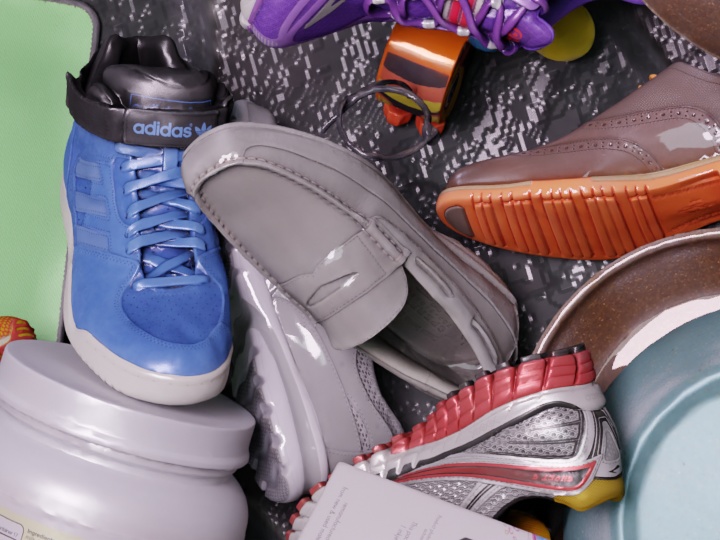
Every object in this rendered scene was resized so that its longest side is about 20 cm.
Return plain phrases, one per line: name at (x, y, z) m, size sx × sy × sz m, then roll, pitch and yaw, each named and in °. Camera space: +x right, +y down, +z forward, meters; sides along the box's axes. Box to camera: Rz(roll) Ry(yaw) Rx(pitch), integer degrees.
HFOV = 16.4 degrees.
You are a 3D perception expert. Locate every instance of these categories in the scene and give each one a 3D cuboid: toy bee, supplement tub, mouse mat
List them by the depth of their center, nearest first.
supplement tub at (-0.136, 0.146, 1.162) m, size 0.144 × 0.145 × 0.201 m, roll 20°, pitch 97°, yaw 15°
toy bee at (0.032, -0.120, 1.193) m, size 0.131 × 0.109 × 0.200 m, roll 42°, pitch 68°, yaw 16°
mouse mat at (-0.218, -0.050, 1.245) m, size 0.160 × 0.008 × 0.201 m, roll 8°, pitch 77°, yaw -10°

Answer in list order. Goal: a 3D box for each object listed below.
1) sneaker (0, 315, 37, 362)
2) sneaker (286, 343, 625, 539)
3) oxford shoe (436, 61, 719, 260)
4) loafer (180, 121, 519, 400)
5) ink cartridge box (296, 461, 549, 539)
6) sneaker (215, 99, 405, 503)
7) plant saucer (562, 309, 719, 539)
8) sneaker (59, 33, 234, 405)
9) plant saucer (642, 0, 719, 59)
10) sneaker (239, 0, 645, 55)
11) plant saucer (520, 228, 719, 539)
sneaker at (-0.244, 0.076, 1.199) m, size 0.200 × 0.073 × 0.077 m, roll -34°, pitch 67°, yaw 5°
sneaker at (0.040, 0.111, 1.136) m, size 0.200 × 0.078 × 0.082 m, roll -38°, pitch 70°, yaw 41°
oxford shoe at (0.133, -0.054, 1.177) m, size 0.199 × 0.071 × 0.073 m, roll -7°, pitch 64°, yaw 7°
loafer at (0.000, 0.000, 1.136) m, size 0.070 × 0.200 × 0.070 m, roll -36°, pitch 38°, yaw 33°
ink cartridge box at (0.067, 0.172, 1.084) m, size 0.199 × 0.116 × 0.067 m, roll 20°, pitch 53°, yaw 13°
sneaker at (-0.030, 0.013, 1.213) m, size 0.082 × 0.075 × 0.201 m, roll -7°, pitch 75°, yaw -22°
plant saucer at (0.185, 0.112, 1.103) m, size 0.199 × 0.036 × 0.201 m, roll -1°, pitch 85°, yaw 14°
sneaker at (-0.097, -0.034, 1.157) m, size 0.076 × 0.200 × 0.112 m, roll 3°, pitch 125°, yaw -15°
plant saucer at (0.190, -0.190, 1.125) m, size 0.199 × 0.037 × 0.202 m, roll 6°, pitch 75°, yaw -24°
sneaker at (0.045, -0.130, 1.097) m, size 0.199 × 0.081 × 0.084 m, roll -15°, pitch 70°, yaw -12°
plant saucer at (0.172, 0.083, 1.152) m, size 0.199 × 0.037 × 0.202 m, roll -2°, pitch 83°, yaw 14°
